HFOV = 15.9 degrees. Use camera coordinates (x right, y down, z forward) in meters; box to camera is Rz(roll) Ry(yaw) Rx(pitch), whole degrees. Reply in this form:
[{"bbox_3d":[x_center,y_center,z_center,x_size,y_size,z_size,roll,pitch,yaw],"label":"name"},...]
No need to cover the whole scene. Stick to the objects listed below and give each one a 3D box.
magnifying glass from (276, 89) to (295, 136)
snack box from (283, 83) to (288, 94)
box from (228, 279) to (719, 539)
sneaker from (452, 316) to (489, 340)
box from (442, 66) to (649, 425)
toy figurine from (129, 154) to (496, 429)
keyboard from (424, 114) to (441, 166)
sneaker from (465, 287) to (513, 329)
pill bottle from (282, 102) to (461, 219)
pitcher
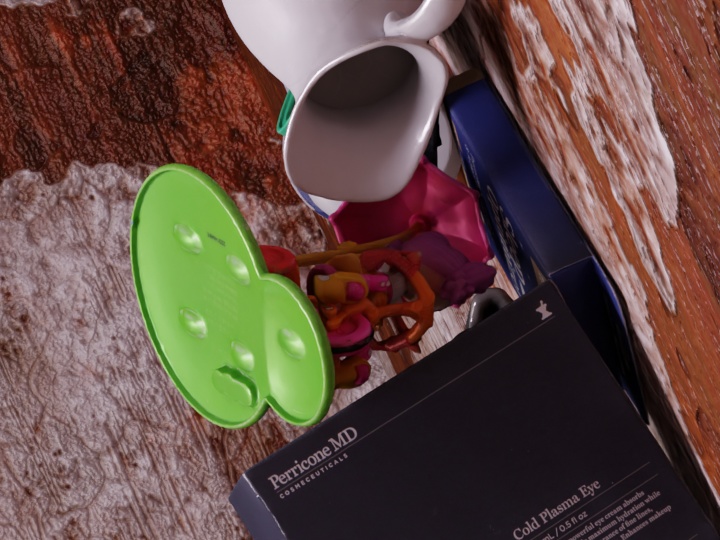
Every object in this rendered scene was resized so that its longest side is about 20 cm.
[{"bbox_3d":[-0.018,-0.153,1.627,0.200,0.022,0.080,-78,16,-50],"label":"magnifying glass"},{"bbox_3d":[-0.028,-0.161,2.028,0.200,0.068,0.169,-120,6,-72],"label":"snack box"},{"bbox_3d":[0.062,0.138,1.372,0.182,0.200,0.104,58,167,6],"label":"box"},{"bbox_3d":[0.074,0.075,1.599,0.200,0.082,0.073,110,140,-58],"label":"sneaker"},{"bbox_3d":[0.102,-0.009,1.452,0.121,0.032,0.200,71,173,-48],"label":"box"},{"bbox_3d":[0.000,0.000,1.432,0.200,0.184,0.150,28,128,50],"label":"toy figurine"},{"bbox_3d":[0.029,-0.153,1.543,0.104,0.040,0.200,96,163,-59],"label":"keyboard"},{"bbox_3d":[0.107,0.090,1.690,0.082,0.077,0.200,79,167,-46],"label":"sneaker"},{"bbox_3d":[0.008,-0.082,1.686,0.200,0.111,0.111,-157,43,-85],"label":"pill bottle"},{"bbox_3d":[-0.001,-0.164,1.405,0.172,0.121,0.200,-54,36,34],"label":"pitcher"}]
